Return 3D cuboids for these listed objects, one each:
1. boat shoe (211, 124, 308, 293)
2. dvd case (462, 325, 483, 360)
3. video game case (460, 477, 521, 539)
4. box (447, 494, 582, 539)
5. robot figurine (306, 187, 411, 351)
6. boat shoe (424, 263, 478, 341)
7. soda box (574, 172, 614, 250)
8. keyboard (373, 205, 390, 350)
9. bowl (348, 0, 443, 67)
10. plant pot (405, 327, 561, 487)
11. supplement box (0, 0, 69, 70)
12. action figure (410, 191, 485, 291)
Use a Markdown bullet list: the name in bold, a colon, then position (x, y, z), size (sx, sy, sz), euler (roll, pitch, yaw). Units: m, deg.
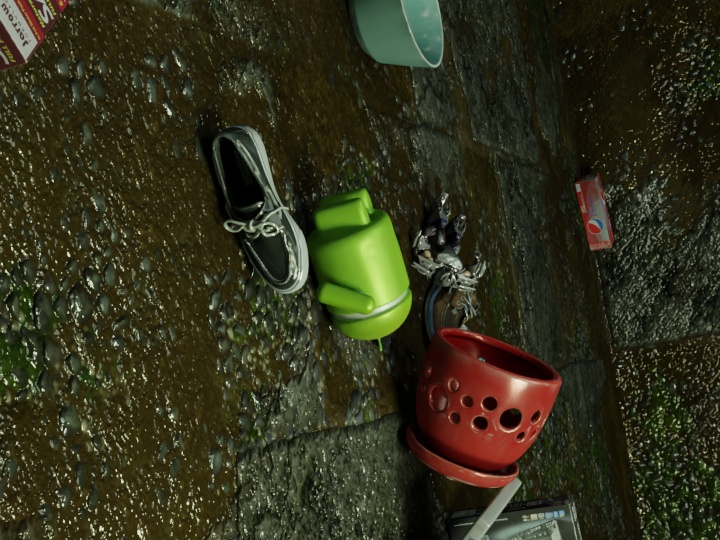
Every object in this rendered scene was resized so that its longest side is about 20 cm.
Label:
- **boat shoe**: position (-0.116, -0.065, 1.358), size (0.068, 0.073, 0.202), euler (-43, 120, -70)
- **dvd case**: position (0.199, 0.183, 2.111), size (0.200, 0.017, 0.145), euler (42, 43, -58)
- **video game case**: position (0.152, 0.394, 1.726), size (0.022, 0.183, 0.200), euler (37, 18, 12)
- **box**: position (0.247, 0.442, 1.867), size (0.050, 0.197, 0.160), euler (-29, 107, -71)
- **robot figurine**: position (0.000, 0.000, 1.565), size (0.176, 0.114, 0.202), euler (-76, 150, -69)
- **boat shoe**: position (0.154, 0.052, 1.983), size (0.201, 0.071, 0.073), euler (-77, 148, -46)
- **soda box**: position (0.648, -0.161, 3.331), size (0.070, 0.063, 0.203), euler (-45, 123, -63)
- **keyboard**: position (0.025, 0.008, 1.711), size (0.127, 0.020, 0.203), euler (98, -14, -75)
- **bowl**: position (0.049, -0.407, 1.891), size (0.200, 0.104, 0.204), euler (-10, 90, -69)
- **plant pot**: position (0.172, 0.202, 1.753), size (0.200, 0.198, 0.185), euler (-14, 125, -68)
- **supplement box**: position (-0.296, -0.268, 1.024), size (0.201, 0.060, 0.110), euler (-75, 148, -46)
- **action figure**: position (0.141, -0.038, 1.974), size (0.129, 0.069, 0.201), euler (33, 31, -20)
